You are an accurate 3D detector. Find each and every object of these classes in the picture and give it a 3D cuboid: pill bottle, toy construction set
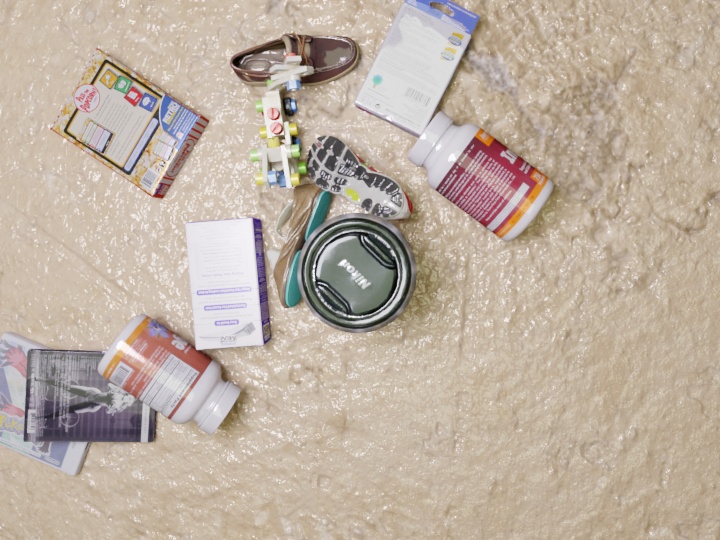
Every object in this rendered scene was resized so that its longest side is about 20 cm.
[{"bbox_3d":[0.174,-0.143,0.899,0.200,0.113,0.113,36,95,1],"label":"pill bottle"},{"bbox_3d":[-0.292,0.166,0.945,0.200,0.112,0.112,36,95,-8],"label":"pill bottle"},{"bbox_3d":[-0.121,-0.219,0.908,0.092,0.131,0.201,8,93,3],"label":"toy construction set"}]

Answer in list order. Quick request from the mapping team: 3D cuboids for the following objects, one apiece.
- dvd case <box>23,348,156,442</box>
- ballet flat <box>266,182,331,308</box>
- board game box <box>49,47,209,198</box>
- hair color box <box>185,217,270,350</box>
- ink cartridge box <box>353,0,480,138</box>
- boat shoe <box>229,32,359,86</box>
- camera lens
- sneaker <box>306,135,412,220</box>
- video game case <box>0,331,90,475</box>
[{"bbox_3d":[-0.435,0.205,0.986,0.199,0.016,0.149,4,93,-12],"label":"dvd case"},{"bbox_3d":[-0.107,-0.044,0.955,0.072,0.068,0.201,17,94,23],"label":"ballet flat"},{"bbox_3d":[-0.368,-0.233,0.968,0.200,0.046,0.152,34,95,2],"label":"board game box"},{"bbox_3d":[-0.208,0.020,0.961,0.109,0.065,0.201,-4,91,4],"label":"hair color box"},{"bbox_3d":[0.087,-0.320,0.934,0.119,0.042,0.200,27,97,3],"label":"ink cartridge box"},{"bbox_3d":[-0.102,-0.327,0.931,0.199,0.072,0.072,-4,93,5],"label":"boat shoe"},{"bbox_3d":[0.000,0.000,0.875,0.159,0.200,0.161,0,93,4],"label":"camera lens"},{"bbox_3d":[-0.003,-0.134,0.934,0.200,0.085,0.077,41,101,24],"label":"sneaker"},{"bbox_3d":[-0.535,0.223,1.016,0.199,0.023,0.183,22,94,3],"label":"video game case"}]
